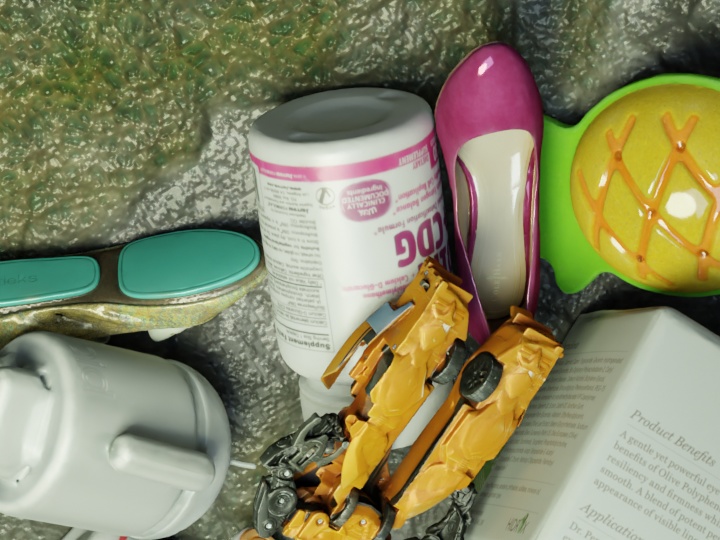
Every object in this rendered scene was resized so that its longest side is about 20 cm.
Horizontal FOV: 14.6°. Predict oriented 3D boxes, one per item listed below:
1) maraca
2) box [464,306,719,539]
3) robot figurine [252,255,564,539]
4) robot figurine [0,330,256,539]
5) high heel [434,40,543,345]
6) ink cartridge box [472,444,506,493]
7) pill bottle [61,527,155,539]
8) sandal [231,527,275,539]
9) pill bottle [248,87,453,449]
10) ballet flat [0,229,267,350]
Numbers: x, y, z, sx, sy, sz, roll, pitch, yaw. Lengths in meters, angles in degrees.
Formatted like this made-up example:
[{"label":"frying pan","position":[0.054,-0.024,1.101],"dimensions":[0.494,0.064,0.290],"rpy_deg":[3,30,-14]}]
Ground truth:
[{"label":"maraca","position":[0.175,-0.048,1.692],"dimensions":[0.199,0.107,0.138],"rpy_deg":[-7,101,32]},{"label":"box","position":[0.194,0.142,1.684],"dimensions":[0.198,0.200,0.172],"rpy_deg":[31,83,-9]},{"label":"robot figurine","position":[0.024,0.098,1.663],"dimensions":[0.145,0.058,0.200],"rpy_deg":[29,105,-27]},{"label":"robot figurine","position":[-0.160,0.103,1.730],"dimensions":[0.199,0.169,0.114],"rpy_deg":[15,94,-41]},{"label":"high heel","position":[0.081,-0.038,1.663],"dimensions":[0.067,0.096,0.201],"rpy_deg":[-5,137,-12]},{"label":"ink cartridge box","position":[0.099,0.222,1.826],"dimensions":[0.145,0.048,0.200],"rpy_deg":[33,107,-9]},{"label":"pill bottle","position":[-0.120,0.251,1.814],"dimensions":[0.200,0.109,0.109],"rpy_deg":[38,108,-11]},{"label":"sandal","position":[-0.008,0.246,1.803],"dimensions":[0.059,0.079,0.207],"rpy_deg":[-29,102,32]},{"label":"pill bottle","position":[0.000,0.000,1.710],"dimensions":[0.113,0.113,0.201],"rpy_deg":[-6,111,5]},{"label":"ballet flat","position":[-0.150,0.019,1.756],"dimensions":[0.199,0.071,0.071],"rpy_deg":[-7,110,5]}]
